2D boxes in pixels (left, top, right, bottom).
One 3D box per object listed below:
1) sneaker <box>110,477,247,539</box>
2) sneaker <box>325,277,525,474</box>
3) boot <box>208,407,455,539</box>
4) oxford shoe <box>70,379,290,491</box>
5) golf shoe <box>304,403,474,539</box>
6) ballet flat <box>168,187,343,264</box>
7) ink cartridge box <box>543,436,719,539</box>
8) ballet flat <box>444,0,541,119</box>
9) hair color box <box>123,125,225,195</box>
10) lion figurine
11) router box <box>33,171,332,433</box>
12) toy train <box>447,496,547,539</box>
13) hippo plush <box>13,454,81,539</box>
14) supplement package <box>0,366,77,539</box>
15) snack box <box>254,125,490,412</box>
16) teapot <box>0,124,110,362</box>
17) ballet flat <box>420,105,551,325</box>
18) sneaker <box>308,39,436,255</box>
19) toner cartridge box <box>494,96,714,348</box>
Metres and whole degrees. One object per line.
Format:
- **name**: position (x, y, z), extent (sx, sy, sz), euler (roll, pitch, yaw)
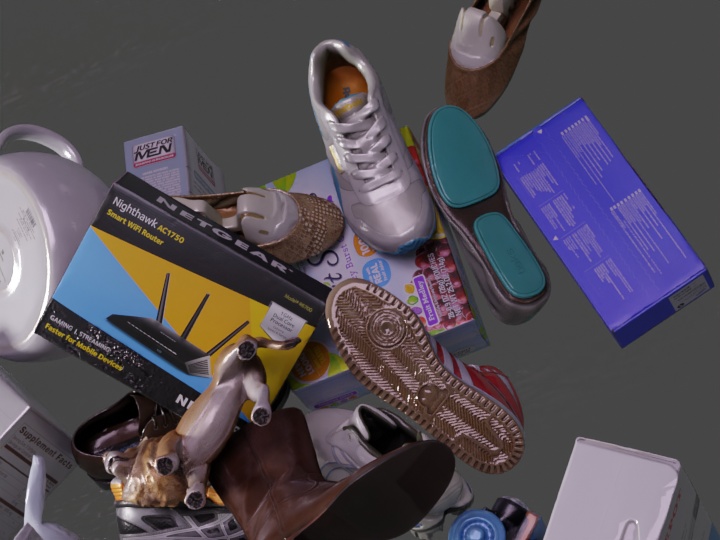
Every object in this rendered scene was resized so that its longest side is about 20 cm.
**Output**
- **sneaker**: position (-0.111, 0.211, 1.729), extent (0.200, 0.078, 0.077), euler (3, 95, 16)
- **sneaker**: position (0.055, 0.082, 1.681), extent (0.200, 0.112, 0.071), euler (45, 99, 3)
- **boot**: position (-0.029, 0.150, 1.611), extent (0.186, 0.064, 0.200), euler (-35, 27, 3)
- **oxford shoe**: position (-0.154, 0.127, 1.767), extent (0.200, 0.084, 0.073), euler (-26, 60, 5)
- **golf shoe**: position (0.010, 0.135, 1.676), extent (0.078, 0.097, 0.200), euler (-39, 36, -25)
- **ballet flat**: position (-0.114, -0.038, 1.731), extent (0.199, 0.065, 0.071), euler (-8, 65, -1)
- **ink cartridge box**: position (0.196, 0.226, 1.535), extent (0.084, 0.200, 0.145), euler (13, 72, 23)
- **ballet flat**: position (0.123, -0.231, 1.833), extent (0.068, 0.072, 0.200), euler (25, 78, 27)
- **hair color box**: position (-0.155, -0.013, 1.818), extent (0.060, 0.099, 0.200), euler (-14, 64, 13)
- **lion figurine**: position (-0.119, 0.116, 1.644), extent (0.072, 0.122, 0.200), euler (43, 93, -11)
- **router box**: position (-0.144, 0.033, 1.695), extent (0.200, 0.051, 0.149), euler (29, 106, -2)
- **toy train**: position (0.098, 0.277, 1.617), extent (0.114, 0.087, 0.200), euler (26, 77, 18)
- **hippo plush**: position (-0.286, 0.289, 1.692), extent (0.160, 0.200, 0.160), euler (-18, 40, 19)
- **supplement package**: position (-0.359, 0.178, 1.794), extent (0.200, 0.117, 0.117), euler (-48, 58, -6)
- **snack box**: position (0.000, 0.000, 1.777), extent (0.168, 0.068, 0.200), euler (-21, 61, 8)
- **teapot**: position (-0.264, -0.017, 1.837), extent (0.197, 0.146, 0.201), euler (15, 106, 44)
- **ballet flat**: position (0.098, -0.043, 1.756), extent (0.067, 0.064, 0.200), euler (-18, 70, -18)
- **sneaker**: position (0.002, -0.102, 1.739), extent (0.076, 0.081, 0.200), euler (-25, 62, 1)
- **toner cartridge box**: position (0.202, -0.042, 1.740), extent (0.095, 0.043, 0.200), euler (-33, 61, 3)
